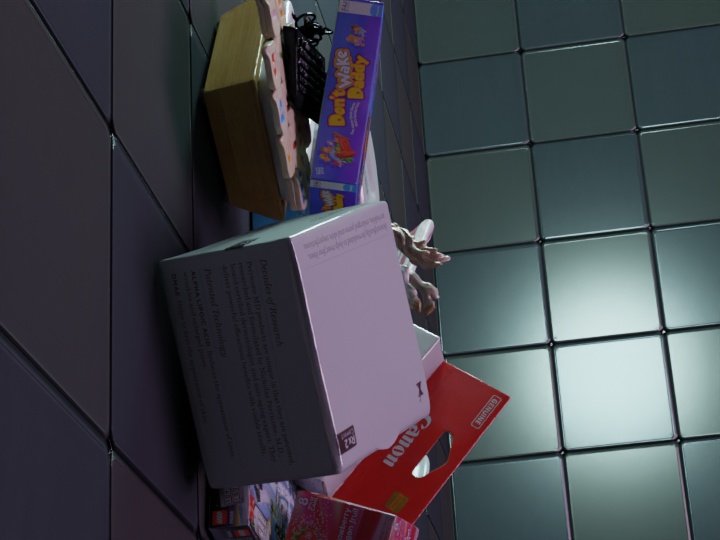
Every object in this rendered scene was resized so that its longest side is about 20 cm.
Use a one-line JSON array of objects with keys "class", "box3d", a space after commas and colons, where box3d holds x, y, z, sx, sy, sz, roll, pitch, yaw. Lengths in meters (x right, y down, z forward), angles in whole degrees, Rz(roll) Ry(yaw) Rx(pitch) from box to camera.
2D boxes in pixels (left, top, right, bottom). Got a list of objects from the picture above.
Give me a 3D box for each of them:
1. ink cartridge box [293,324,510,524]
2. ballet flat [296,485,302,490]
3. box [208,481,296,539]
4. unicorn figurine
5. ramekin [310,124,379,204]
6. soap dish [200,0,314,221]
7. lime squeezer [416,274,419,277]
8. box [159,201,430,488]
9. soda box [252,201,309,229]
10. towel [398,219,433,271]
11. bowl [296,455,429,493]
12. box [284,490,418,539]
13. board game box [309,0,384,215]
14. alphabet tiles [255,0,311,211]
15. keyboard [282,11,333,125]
[{"class": "ink cartridge box", "box3d": [0.022, 0.145, 1.715, 0.200, 0.176, 0.045, -49, 149, -25]}, {"class": "ballet flat", "box3d": [-0.067, 0.146, 1.819, 0.201, 0.069, 0.070, -91, 171, -45]}, {"class": "box", "box3d": [-0.096, 0.215, 1.586, 0.200, 0.040, 0.138, 73, 12, -54]}, {"class": "unicorn figurine", "box3d": [-0.016, 0.028, 1.719, 0.137, 0.200, 0.074, 42, -25, 14]}, {"class": "ramekin", "box3d": [-0.036, -0.112, 2.125, 0.200, 0.097, 0.202, -7, 90, -82]}, {"class": "soap dish", "box3d": [-0.101, -0.166, 1.737, 0.200, 0.081, 0.158, -87, 168, -55]}, {"class": "lime squeezer", "box3d": [0.012, 0.085, 1.991, 0.200, 0.038, 0.071, -50, -134, 46]}, {"class": "box", "box3d": [-0.050, 0.060, 1.479, 0.199, 0.130, 0.201, -23, 103, -64]}, {"class": "soda box", "box3d": [-0.075, 0.013, 1.823, 0.064, 0.067, 0.201, 71, 14, -59]}, {"class": "towel", "box3d": [0.018, 0.045, 1.949, 0.200, 0.030, 0.147, -50, -168, 39]}, {"class": "bowl", "box3d": [-0.021, 0.253, 1.791, 0.202, 0.090, 0.201, -54, -169, 16]}, {"class": "box", "box3d": [-0.026, 0.310, 1.560, 0.095, 0.099, 0.201, 45, 59, -68]}, {"class": "board game box", "box3d": [-0.014, -0.141, 1.676, 0.135, 0.044, 0.201, 95, 3, -64]}, {"class": "alphabet tiles", "box3d": [-0.070, -0.160, 1.610, 0.196, 0.014, 0.201, -75, 158, -74]}, {"class": "keyboard", "box3d": [-0.041, -0.200, 1.675, 0.200, 0.039, 0.105, 4, 79, -85]}]
